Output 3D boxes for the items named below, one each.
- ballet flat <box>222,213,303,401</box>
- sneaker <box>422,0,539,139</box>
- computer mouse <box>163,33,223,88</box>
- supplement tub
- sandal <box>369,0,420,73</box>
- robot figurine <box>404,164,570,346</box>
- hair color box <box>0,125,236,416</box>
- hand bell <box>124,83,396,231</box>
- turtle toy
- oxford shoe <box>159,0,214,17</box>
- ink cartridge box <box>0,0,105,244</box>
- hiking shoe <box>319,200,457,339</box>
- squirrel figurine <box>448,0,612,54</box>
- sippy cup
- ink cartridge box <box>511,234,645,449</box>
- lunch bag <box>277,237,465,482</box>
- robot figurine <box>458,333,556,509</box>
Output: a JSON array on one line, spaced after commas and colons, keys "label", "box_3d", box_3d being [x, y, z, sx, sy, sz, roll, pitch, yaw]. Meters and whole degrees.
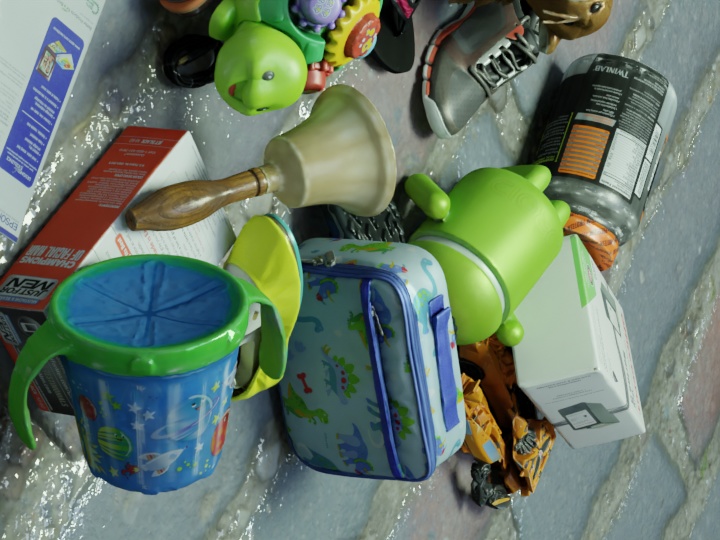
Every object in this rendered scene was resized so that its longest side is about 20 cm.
[{"label": "ballet flat", "box_3d": [-0.087, 0.038, 1.587, 0.067, 0.067, 0.200, -36, 155, -28]}, {"label": "sneaker", "box_3d": [0.123, -0.205, 1.896, 0.200, 0.082, 0.077, -63, 141, -30]}, {"label": "computer mouse", "box_3d": [-0.089, -0.199, 1.620, 0.200, 0.034, 0.059, -46, 132, -42]}, {"label": "supplement tub", "box_3d": [0.237, -0.107, 2.048, 0.123, 0.122, 0.200, 47, 57, -49]}, {"label": "sandal", "box_3d": [0.030, -0.270, 1.778, 0.075, 0.045, 0.200, -24, 115, -54]}, {"label": "robot figurine", "box_3d": [0.108, -0.014, 1.862, 0.200, 0.116, 0.176, -49, 122, -31]}, {"label": "hair color box", "box_3d": [-0.180, -0.001, 1.486, 0.200, 0.064, 0.111, -56, 139, -38]}, {"label": "hand bell", "box_3d": [-0.083, -0.064, 1.488, 0.200, 0.104, 0.104, -19, 112, -33]}, {"label": "turtle toy", "box_3d": [-0.047, -0.189, 1.539, 0.200, 0.101, 0.146, -41, 157, -37]}, {"label": "oxford shoe", "box_3d": [-0.092, -0.257, 1.575, 0.200, 0.071, 0.073, -61, 144, -32]}, {"label": "ink cartridge box", "box_3d": [-0.244, -0.128, 1.391, 0.099, 0.039, 0.200, 42, 59, -51]}, {"label": "hiking shoe", "box_3d": [0.000, 0.000, 1.751, 0.074, 0.087, 0.200, -33, 99, -49]}, {"label": "squirrel figurine", "box_3d": [0.144, -0.290, 1.811, 0.187, 0.200, 0.142, 45, 81, -21]}, {"label": "sippy cup", "box_3d": [-0.144, 0.076, 1.392, 0.140, 0.177, 0.131, -81, 173, -61]}, {"label": "ink cartridge box", "box_3d": [0.210, 0.074, 2.000, 0.200, 0.084, 0.146, 47, 32, -60]}, {"label": "lunch bag", "box_3d": [0.004, 0.074, 1.687, 0.082, 0.160, 0.200, -36, 124, -49]}, {"label": "robot figurine", "box_3d": [0.135, 0.144, 1.986, 0.200, 0.058, 0.145, 59, 46, -42]}]
